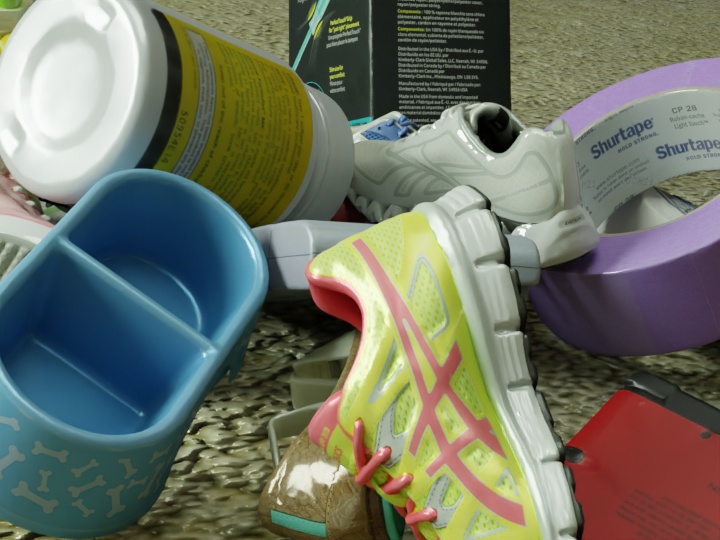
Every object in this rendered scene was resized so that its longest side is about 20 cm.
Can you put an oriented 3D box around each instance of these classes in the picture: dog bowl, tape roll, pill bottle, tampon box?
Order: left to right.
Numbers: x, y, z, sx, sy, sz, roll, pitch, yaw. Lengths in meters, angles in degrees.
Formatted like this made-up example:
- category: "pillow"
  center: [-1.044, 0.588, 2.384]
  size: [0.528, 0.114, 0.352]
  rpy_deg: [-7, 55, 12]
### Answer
- category: "dog bowl"
  center: [-0.105, 0.025, 0.623]
  size: [0.111, 0.050, 0.201]
  rpy_deg: [35, 36, -3]
- category: "pill bottle"
  center: [-0.094, -0.078, 0.792]
  size: [0.113, 0.116, 0.199]
  rpy_deg: [22, 4, 34]
- category: "tampon box"
  center: [0.028, -0.195, 1.116]
  size: [0.125, 0.203, 0.149]
  rpy_deg: [-2, 3, -27]
- category: "tape roll"
  center: [0.183, -0.042, 0.854]
  size: [0.198, 0.066, 0.201]
  rpy_deg: [-21, 33, 14]

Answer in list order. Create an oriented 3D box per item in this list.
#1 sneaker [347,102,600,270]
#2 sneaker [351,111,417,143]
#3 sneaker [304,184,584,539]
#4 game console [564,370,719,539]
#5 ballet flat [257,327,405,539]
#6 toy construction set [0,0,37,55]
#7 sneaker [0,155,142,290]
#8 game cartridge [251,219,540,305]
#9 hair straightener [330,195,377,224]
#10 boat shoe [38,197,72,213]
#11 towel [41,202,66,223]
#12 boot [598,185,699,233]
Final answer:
- category: "sneaker"
  center: [0.058, -0.062, 0.835]
  size: [0.075, 0.082, 0.199]
  rpy_deg: [-24, 26, -33]
- category: "sneaker"
  center: [0.031, -0.065, 0.993]
  size: [0.197, 0.078, 0.076]
  rpy_deg: [12, 18, 7]
- category: "sneaker"
  center: [0.028, 0.070, 0.537]
  size: [0.089, 0.078, 0.202]
  rpy_deg: [-12, 63, -5]
- category: "game console"
  center: [0.178, 0.136, 0.586]
  size: [0.172, 0.120, 0.199]
  rpy_deg: [-41, 43, -24]
- category: "ballet flat"
  center: [-0.004, 0.067, 0.653]
  size: [0.071, 0.069, 0.200]
  rpy_deg: [-3, 22, 13]
- category: "toy construction set"
  center: [-0.245, -0.120, 0.835]
  size: [0.129, 0.093, 0.201]
  rpy_deg: [7, 27, -8]
- category: "sneaker"
  center: [-0.179, -0.015, 0.753]
  size: [0.198, 0.076, 0.105]
  rpy_deg: [12, 32, 22]
- category: "game cartridge"
  center: [0.000, 0.000, 0.754]
  size: [0.131, 0.042, 0.200]
  rpy_deg: [8, -5, -13]
- category: "hair straightener"
  center: [-0.077, -0.044, 0.944]
  size: [0.197, 0.041, 0.077]
  rpy_deg: [13, -15, 10]
- category: "boat shoe"
  center: [-0.180, -0.068, 0.872]
  size: [0.198, 0.068, 0.072]
  rpy_deg: [-26, 39, -18]
- category: "towel"
  center: [-0.158, -0.023, 0.879]
  size: [0.198, 0.024, 0.152]
  rpy_deg: [16, 22, 20]
- category: "boot"
  center: [0.218, -0.006, 0.943]
  size: [0.089, 0.074, 0.200]
  rpy_deg: [15, 16, -27]
